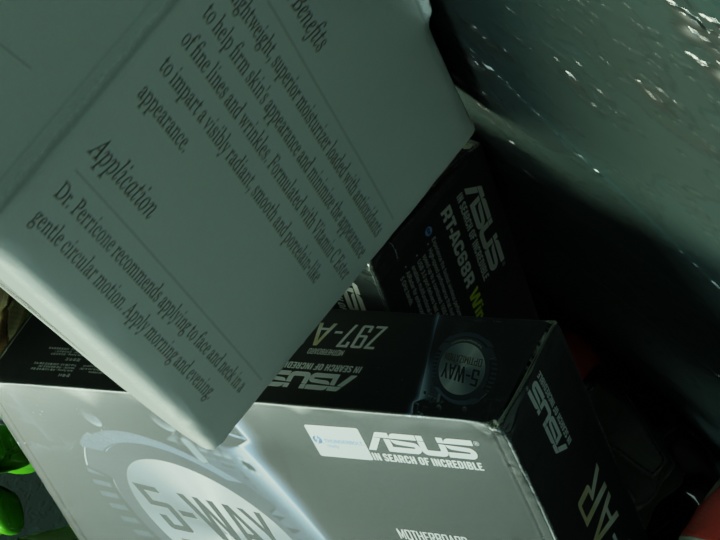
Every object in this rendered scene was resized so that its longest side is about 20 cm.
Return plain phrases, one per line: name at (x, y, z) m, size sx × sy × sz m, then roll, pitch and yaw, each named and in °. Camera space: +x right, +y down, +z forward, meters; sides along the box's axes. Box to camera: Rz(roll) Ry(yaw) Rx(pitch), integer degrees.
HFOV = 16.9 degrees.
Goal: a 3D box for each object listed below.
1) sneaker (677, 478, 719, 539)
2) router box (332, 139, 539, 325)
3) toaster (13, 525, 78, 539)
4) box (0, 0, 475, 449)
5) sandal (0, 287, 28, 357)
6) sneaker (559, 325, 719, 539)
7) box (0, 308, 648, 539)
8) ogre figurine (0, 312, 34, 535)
sneaker at (0.178, 0.134, 0.739) m, size 0.200 × 0.093 × 0.070 m, roll 39°, pitch 173°, yaw 8°
router box at (-0.007, 0.030, 0.841) m, size 0.150 × 0.062 × 0.200 m, roll 18°, pitch 143°, yaw 39°
toaster at (-0.045, 0.197, 0.963) m, size 0.199 × 0.182 × 0.119 m, roll 6°, pitch -174°, yaw 17°
box at (-0.095, -0.079, 0.650) m, size 0.200 × 0.131 × 0.199 m, roll 37°, pitch 173°, yaw 22°
sandal at (-0.137, -0.059, 0.845) m, size 0.054 × 0.201 × 0.080 m, roll -3°, pitch 154°, yaw -6°
sneaker at (0.098, 0.091, 0.962) m, size 0.098 × 0.071 × 0.200 m, roll 39°, pitch 172°, yaw 20°
box at (-0.005, 0.082, 0.786) m, size 0.199 × 0.044 × 0.161 m, roll 3°, pitch 135°, yaw 33°
ogre figurine at (-0.119, 0.053, 0.939) m, size 0.119 × 0.099 × 0.200 m, roll -1°, pitch -172°, yaw 19°
